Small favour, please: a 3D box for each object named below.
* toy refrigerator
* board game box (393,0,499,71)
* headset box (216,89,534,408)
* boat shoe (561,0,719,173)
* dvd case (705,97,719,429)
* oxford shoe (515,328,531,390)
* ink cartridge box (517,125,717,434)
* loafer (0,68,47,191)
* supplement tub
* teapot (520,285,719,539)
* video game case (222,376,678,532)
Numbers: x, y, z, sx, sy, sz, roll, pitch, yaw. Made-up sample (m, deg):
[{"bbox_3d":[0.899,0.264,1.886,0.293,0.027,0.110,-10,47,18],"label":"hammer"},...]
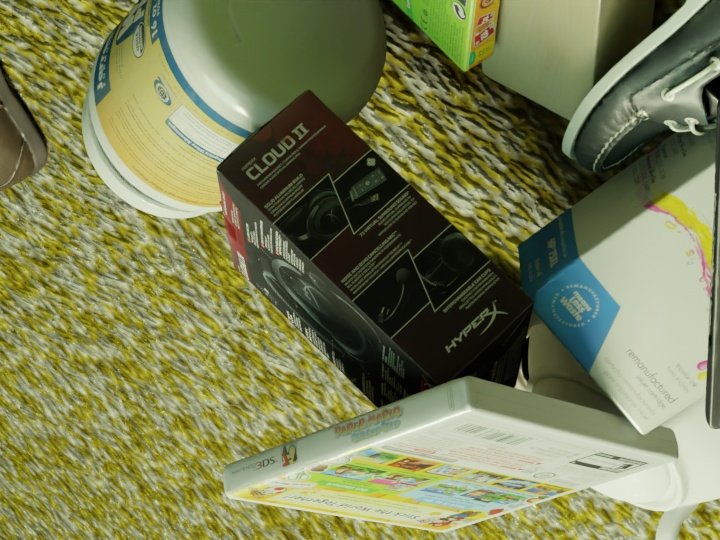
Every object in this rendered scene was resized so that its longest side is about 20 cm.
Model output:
[{"bbox_3d":[0.116,-0.178,1.039,0.076,0.070,0.200,30,149,23],"label":"toy refrigerator"},{"bbox_3d":[0.007,-0.207,1.086,0.200,0.030,0.096,45,154,25],"label":"board game box"},{"bbox_3d":[0.000,0.000,1.125,0.200,0.077,0.149,45,165,16],"label":"headset box"},{"bbox_3d":[0.180,-0.106,1.020,0.060,0.076,0.200,53,137,13],"label":"boat shoe"},{"bbox_3d":[0.256,-0.004,1.028,0.142,0.018,0.200,-3,121,2],"label":"dvd case"},{"bbox_3d":[0.080,0.029,1.363,0.200,0.073,0.084,45,131,-18],"label":"oxford shoe"},{"bbox_3d":[0.200,-0.016,1.074,0.200,0.067,0.116,-36,110,19],"label":"ink cartridge box"},{"bbox_3d":[-0.315,-0.136,1.509,0.073,0.071,0.200,2,136,42],"label":"loafer"},{"bbox_3d":[-0.087,-0.122,1.234,0.145,0.145,0.200,41,148,-9],"label":"supplement tub"},{"bbox_3d":[0.178,0.083,1.225,0.200,0.146,0.198,32,155,25],"label":"teapot"},{"bbox_3d":[0.054,0.110,1.117,0.182,0.023,0.200,-23,154,36],"label":"video game case"}]
